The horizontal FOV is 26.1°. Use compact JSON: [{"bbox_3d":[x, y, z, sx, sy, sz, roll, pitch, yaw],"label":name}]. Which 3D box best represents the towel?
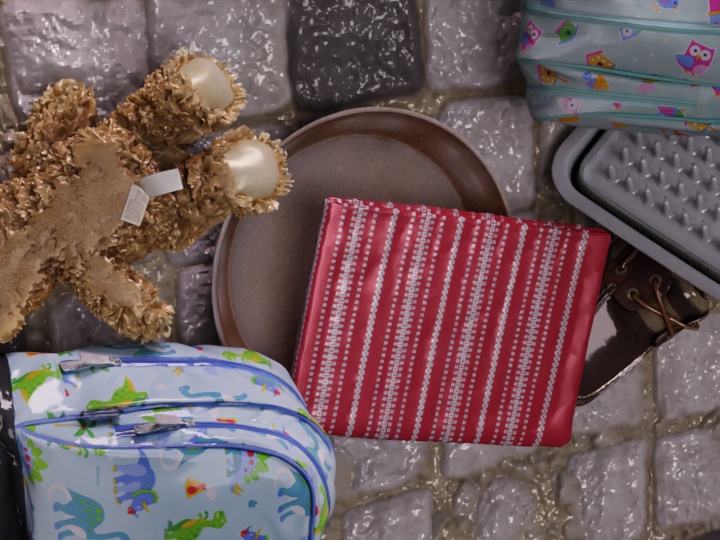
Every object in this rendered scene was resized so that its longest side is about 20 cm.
[{"bbox_3d":[0.055,0.034,0.936,0.200,0.022,0.145,6,100,-25],"label":"towel"}]

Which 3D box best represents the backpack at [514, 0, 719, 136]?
[{"bbox_3d":[0.189,-0.142,0.906,0.167,0.200,0.127,-12,107,-67],"label":"backpack"}]

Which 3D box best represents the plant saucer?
[{"bbox_3d":[0.000,0.000,0.932,0.200,0.034,0.200,-6,104,-24],"label":"plant saucer"}]

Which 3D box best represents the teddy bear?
[{"bbox_3d":[-0.136,-0.036,0.830,0.145,0.067,0.200,43,85,-4],"label":"teddy bear"}]

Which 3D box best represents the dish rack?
[{"bbox_3d":[0.238,-0.080,0.978,0.200,0.172,0.044,-49,156,-10],"label":"dish rack"}]

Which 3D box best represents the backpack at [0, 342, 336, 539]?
[{"bbox_3d":[-0.114,0.115,0.838,0.200,0.154,0.163,-8,116,-32],"label":"backpack"}]

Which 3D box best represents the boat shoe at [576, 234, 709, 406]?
[{"bbox_3d":[0.192,0.008,1.004,0.200,0.072,0.072,-48,116,-9],"label":"boat shoe"}]
